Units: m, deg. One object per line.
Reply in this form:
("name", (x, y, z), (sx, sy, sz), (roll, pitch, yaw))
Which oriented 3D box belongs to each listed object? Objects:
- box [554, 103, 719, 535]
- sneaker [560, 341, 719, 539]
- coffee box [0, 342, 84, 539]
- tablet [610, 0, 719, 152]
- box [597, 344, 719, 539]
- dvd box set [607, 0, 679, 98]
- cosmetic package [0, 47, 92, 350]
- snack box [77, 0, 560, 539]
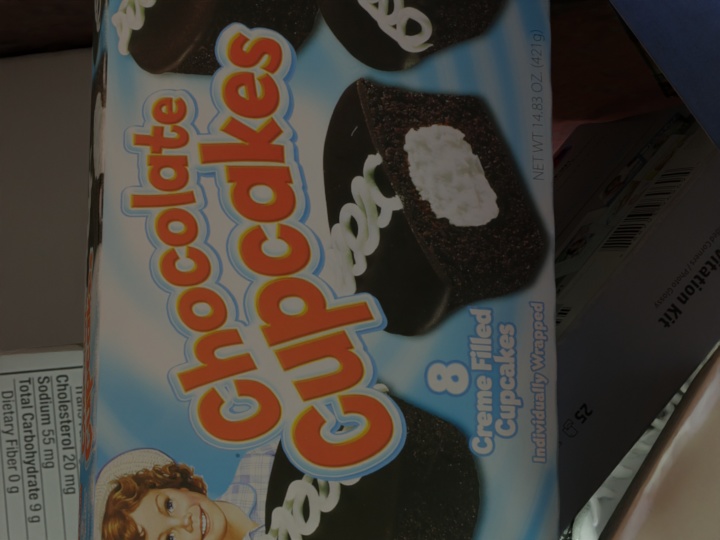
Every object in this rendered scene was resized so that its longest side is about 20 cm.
("box", (0.063, 0.015, 0.838), (0.041, 0.156, 0.200), (42, 171, -10))
("sneaker", (0.080, 0.062, 0.897), (0.200, 0.075, 0.081), (-48, 180, 7))
("coffee box", (-0.114, 0.133, 0.771), (0.197, 0.201, 0.200), (-5, 173, -7))
("tablet", (0.111, -0.050, 0.614), (0.014, 0.200, 0.130), (-35, 178, -22))
("box", (0.105, 0.075, 0.685), (0.078, 0.095, 0.200), (30, 176, 7))
("dvd box set", (0.171, -0.095, 0.744), (0.199, 0.029, 0.146), (-8, 165, 14))
("cosmetic package", (-0.078, -0.016, 0.833), (0.199, 0.102, 0.074), (-6, 168, 8))
("snack box", (-0.010, -0.009, 0.658), (0.116, 0.201, 0.037), (3, 164, -11))
